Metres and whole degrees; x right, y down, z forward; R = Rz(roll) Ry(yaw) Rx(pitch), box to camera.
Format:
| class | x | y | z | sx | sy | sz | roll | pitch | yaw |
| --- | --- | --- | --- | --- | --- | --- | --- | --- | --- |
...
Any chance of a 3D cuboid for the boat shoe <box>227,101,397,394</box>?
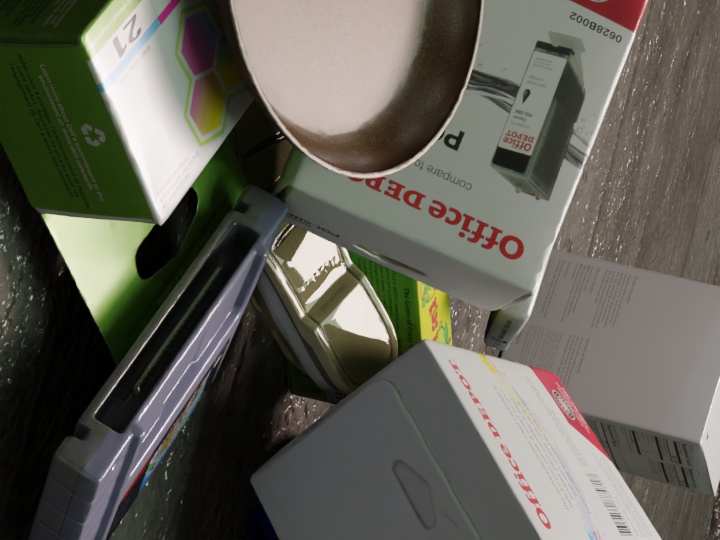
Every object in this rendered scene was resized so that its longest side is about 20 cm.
| class | x | y | z | sx | sy | sz | roll | pitch | yaw |
| --- | --- | --- | --- | --- | --- | --- | --- | --- | --- |
| boat shoe | -0.048 | -0.016 | 1.008 | 0.075 | 0.068 | 0.201 | -37 | 117 | -34 |

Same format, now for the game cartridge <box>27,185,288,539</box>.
| class | x | y | z | sx | sy | sz | roll | pitch | yaw |
| --- | --- | --- | --- | --- | --- | --- | --- | --- | --- |
| game cartridge | -0.104 | 0.062 | 0.900 | 0.201 | 0.038 | 0.130 | -58 | 173 | -40 |

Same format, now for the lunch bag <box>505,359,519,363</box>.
| class | x | y | z | sx | sy | sz | roll | pitch | yaw |
| --- | --- | --- | --- | --- | --- | --- | --- | --- | --- |
| lunch bag | 0.050 | 0.180 | 1.299 | 0.170 | 0.121 | 0.202 | -37 | 130 | -60 |

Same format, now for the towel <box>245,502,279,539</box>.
| class | x | y | z | sx | sy | sz | roll | pitch | yaw |
| --- | --- | --- | --- | --- | --- | --- | --- | --- | --- |
| towel | 0.011 | 0.206 | 1.138 | 0.049 | 0.200 | 0.148 | -39 | -178 | 17 |

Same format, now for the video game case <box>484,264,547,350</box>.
| class | x | y | z | sx | sy | sz | roll | pitch | yaw |
| --- | --- | --- | --- | --- | --- | --- | --- | --- | --- |
| video game case | 0.126 | -0.052 | 1.198 | 0.182 | 0.023 | 0.202 | 85 | 23 | -81 |

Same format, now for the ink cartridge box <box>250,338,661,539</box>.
| class | x | y | z | sx | sy | sz | roll | pitch | yaw |
| --- | --- | --- | --- | --- | --- | --- | --- | --- | --- |
| ink cartridge box | 0.061 | 0.148 | 1.054 | 0.144 | 0.146 | 0.200 | -38 | 155 | 18 |

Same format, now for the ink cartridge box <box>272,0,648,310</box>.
| class | x | y | z | sx | sy | sz | roll | pitch | yaw |
| --- | --- | --- | --- | --- | --- | --- | --- | --- | --- |
| ink cartridge box | 0.056 | -0.099 | 0.945 | 0.083 | 0.146 | 0.201 | 148 | -35 | -78 |

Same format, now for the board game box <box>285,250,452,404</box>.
| class | x | y | z | sx | sy | sz | roll | pitch | yaw |
| --- | --- | --- | --- | --- | --- | --- | --- | --- | --- |
| board game box | 0.000 | 0.000 | 1.095 | 0.048 | 0.101 | 0.201 | -57 | 151 | -44 |

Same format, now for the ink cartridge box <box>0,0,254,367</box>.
| class | x | y | z | sx | sy | sz | roll | pitch | yaw |
| --- | --- | --- | --- | --- | --- | --- | --- | --- | --- |
| ink cartridge box | -0.088 | -0.071 | 0.829 | 0.148 | 0.075 | 0.201 | -59 | 141 | -39 |

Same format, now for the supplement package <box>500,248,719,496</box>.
| class | x | y | z | sx | sy | sz | roll | pitch | yaw |
| --- | --- | --- | --- | --- | --- | --- | --- | --- | --- |
| supplement package | 0.247 | 0.094 | 1.635 | 0.151 | 0.198 | 0.153 | 59 | 48 | -60 |

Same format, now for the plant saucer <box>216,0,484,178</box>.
| class | x | y | z | sx | sy | sz | roll | pitch | yaw |
| --- | --- | --- | --- | --- | --- | --- | --- | --- | --- |
| plant saucer | -0.007 | -0.144 | 0.830 | 0.199 | 0.032 | 0.202 | -3 | 94 | -52 |
